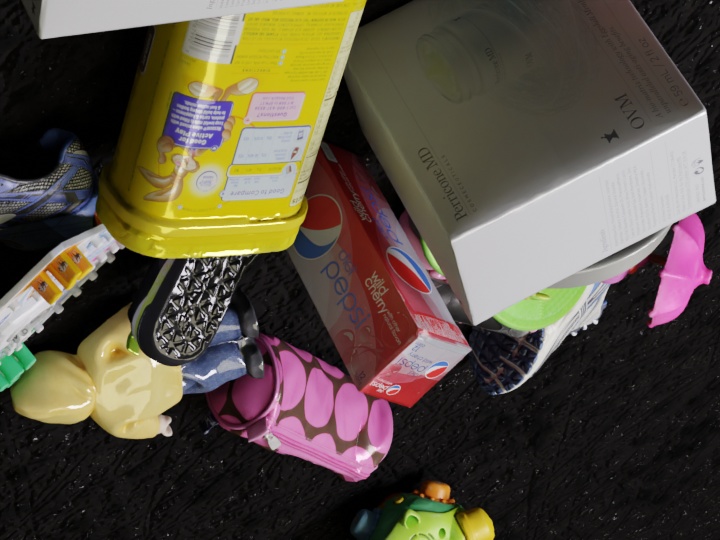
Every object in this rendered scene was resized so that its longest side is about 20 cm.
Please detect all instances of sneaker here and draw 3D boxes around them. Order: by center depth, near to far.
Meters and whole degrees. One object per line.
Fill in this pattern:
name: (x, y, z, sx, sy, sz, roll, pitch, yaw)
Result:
sneaker: (-0.268, -0.049, 1.370, 0.199, 0.075, 0.079, -20, 135, -26)
sneaker: (-0.117, -0.024, 1.514, 0.072, 0.083, 0.201, 36, 88, -31)
sneaker: (0.071, 0.014, 1.699, 0.095, 0.079, 0.199, -36, 139, 22)
sneaker: (0.173, 0.037, 1.798, 0.085, 0.077, 0.200, 1, 137, -43)

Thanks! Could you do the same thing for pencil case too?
pencil case: (-0.048, 0.122, 1.725, 0.091, 0.094, 0.199, -41, 146, 17)

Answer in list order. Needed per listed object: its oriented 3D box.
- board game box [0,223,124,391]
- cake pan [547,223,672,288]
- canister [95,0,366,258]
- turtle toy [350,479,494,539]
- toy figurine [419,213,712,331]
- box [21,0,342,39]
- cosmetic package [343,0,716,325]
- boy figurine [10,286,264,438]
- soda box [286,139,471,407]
board game box: (-0.231, 0.037, 1.440, 0.200, 0.026, 0.200, -43, 178, 19)
cake pan: (0.151, -0.066, 1.525, 0.199, 0.201, 0.037, -24, 141, -7)
canister: (-0.084, -0.116, 1.363, 0.147, 0.087, 0.201, -4, 127, -35)
turtle toy: (0.052, 0.277, 1.996, 0.145, 0.102, 0.201, -23, 147, -9)
toy figurine: (0.176, -0.019, 1.581, 0.199, 0.183, 0.152, 9, 91, -39)
box: (-0.110, -0.222, 1.197, 0.198, 0.125, 0.098, -11, 142, -26)
cosmetic package: (0.115, -0.106, 1.449, 0.199, 0.200, 0.123, -28, 147, -3)
boy figurine: (-0.174, 0.081, 1.593, 0.198, 0.064, 0.125, -18, 123, -14)
soda box: (0.000, 0.000, 1.501, 0.070, 0.201, 0.063, -44, 143, 21)
